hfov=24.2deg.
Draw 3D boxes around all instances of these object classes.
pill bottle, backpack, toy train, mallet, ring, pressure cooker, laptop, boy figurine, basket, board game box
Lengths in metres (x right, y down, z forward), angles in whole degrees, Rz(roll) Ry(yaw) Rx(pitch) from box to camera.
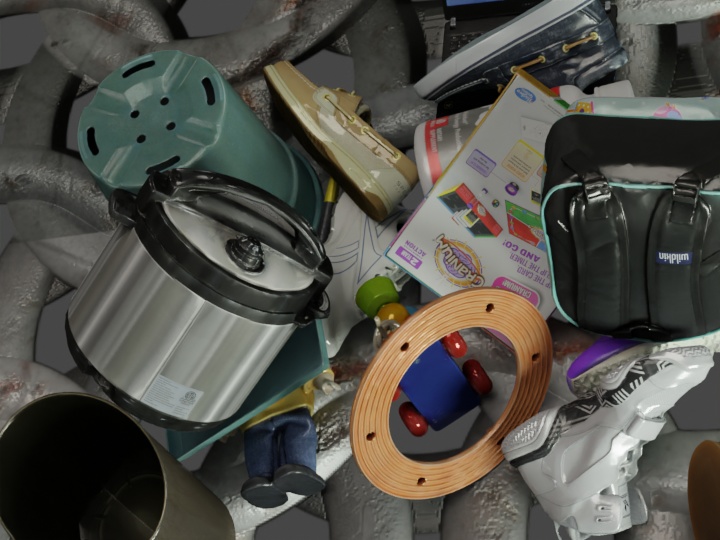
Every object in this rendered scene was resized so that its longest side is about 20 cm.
[{"bbox_3d":[0.158,-0.103,1.528,0.199,0.114,0.114,-14,58,12],"label":"pill bottle"},{"bbox_3d":[0.232,-0.039,1.341,0.175,0.200,0.154,0,45,11],"label":"backpack"},{"bbox_3d":[0.031,0.048,1.441,0.085,0.200,0.116,-34,51,2],"label":"toy train"},{"bbox_3d":[-0.024,-0.068,1.627,0.041,0.066,0.201,3,78,23],"label":"mallet"},{"bbox_3d":[0.075,0.101,1.398,0.200,0.201,0.019,-42,43,-6],"label":"ring"},{"bbox_3d":[-0.129,0.013,1.402,0.179,0.176,0.200,46,117,23],"label":"pressure cooker"},{"bbox_3d":[0.152,-0.252,1.620,0.177,0.103,0.200,-3,61,19],"label":"laptop"},{"bbox_3d":[-0.076,0.110,1.525,0.124,0.064,0.200,-20,59,20],"label":"boy figurine"},{"bbox_3d":[-0.194,0.209,1.426,0.180,0.200,0.136,33,81,31],"label":"basket"},{"bbox_3d":[0.138,-0.050,1.462,0.153,0.040,0.200,37,105,-1],"label":"board game box"}]

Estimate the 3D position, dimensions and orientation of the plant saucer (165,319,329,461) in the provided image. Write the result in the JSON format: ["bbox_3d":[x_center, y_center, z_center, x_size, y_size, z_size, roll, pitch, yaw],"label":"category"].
[{"bbox_3d":[-0.102,0.101,1.489,0.200,0.019,0.070,-33,51,30],"label":"plant saucer"}]

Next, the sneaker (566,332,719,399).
[{"bbox_3d":[0.255,0.037,1.449,0.200,0.070,0.100,-30,49,-3],"label":"sneaker"}]

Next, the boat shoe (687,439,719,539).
[{"bbox_3d":[0.313,0.228,1.322,0.070,0.070,0.200,3,59,-22],"label":"boat shoe"}]

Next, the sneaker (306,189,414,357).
[{"bbox_3d":[0.000,0.000,1.535,0.087,0.075,0.200,9,49,15],"label":"sneaker"}]

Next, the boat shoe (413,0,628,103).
[{"bbox_3d":[0.149,-0.186,1.578,0.200,0.071,0.091,-27,99,27],"label":"boat shoe"}]

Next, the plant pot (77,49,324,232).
[{"bbox_3d":[-0.160,-0.094,1.591,0.200,0.196,0.201,-9,59,16],"label":"plant pot"}]

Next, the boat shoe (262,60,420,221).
[{"bbox_3d":[-0.017,-0.131,1.571,0.066,0.074,0.200,-36,65,-9],"label":"boat shoe"}]

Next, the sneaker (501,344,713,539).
[{"bbox_3d":[0.217,0.145,1.367,0.200,0.075,0.115,-33,74,27],"label":"sneaker"}]
